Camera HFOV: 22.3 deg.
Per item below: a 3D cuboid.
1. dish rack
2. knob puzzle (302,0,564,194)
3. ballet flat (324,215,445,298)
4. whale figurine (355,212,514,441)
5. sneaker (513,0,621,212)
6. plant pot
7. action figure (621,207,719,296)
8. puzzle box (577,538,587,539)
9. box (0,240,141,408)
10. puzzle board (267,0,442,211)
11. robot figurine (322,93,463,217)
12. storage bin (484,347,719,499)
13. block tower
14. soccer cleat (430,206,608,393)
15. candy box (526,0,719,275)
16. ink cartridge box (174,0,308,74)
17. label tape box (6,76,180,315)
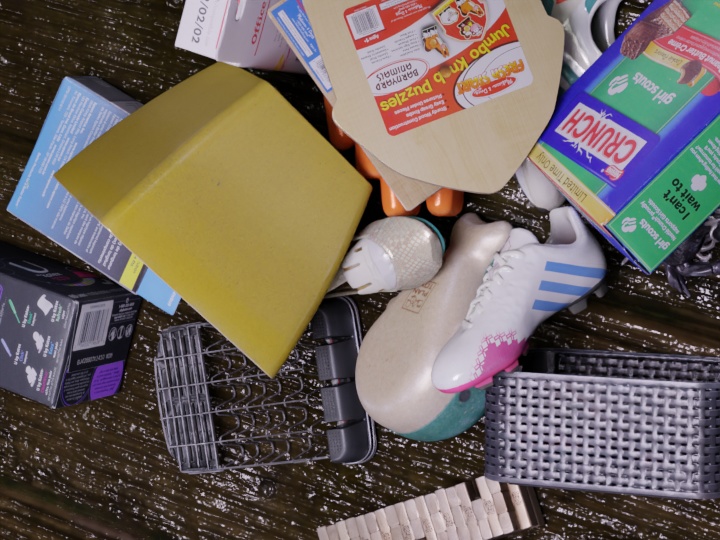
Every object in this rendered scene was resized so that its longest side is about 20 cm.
[{"bbox_3d":[-0.092,0.109,1.660,0.199,0.054,0.154,-9,88,26],"label":"dish rack"},{"bbox_3d":[0.070,-0.155,1.460,0.218,0.030,0.221,0,87,-2],"label":"knob puzzle"},{"bbox_3d":[0.000,0.000,1.559,0.068,0.062,0.200,58,151,-10],"label":"ballet flat"},{"bbox_3d":[0.081,0.052,1.563,0.159,0.104,0.201,15,76,59],"label":"whale figurine"},{"bbox_3d":[0.180,-0.147,1.515,0.093,0.070,0.201,5,92,29],"label":"sneaker"},{"bbox_3d":[-0.110,-0.060,1.536,0.176,0.200,0.200,-47,115,-4],"label":"plant pot"},{"bbox_3d":[0.295,-0.048,1.459,0.200,0.102,0.119,-14,96,50],"label":"action figure"},{"bbox_3d":[0.121,0.319,1.591,0.199,0.025,0.134,-17,86,23],"label":"puzzle box"},{"bbox_3d":[-0.325,0.043,1.719,0.199,0.122,0.107,18,100,21],"label":"box"},{"bbox_3d":[0.041,-0.172,1.484,0.150,0.017,0.200,-36,88,-2],"label":"puzzle board"},{"bbox_3d":[0.051,-0.145,1.549,0.144,0.116,0.201,-3,91,53],"label":"robot figurine"},{"bbox_3d":[0.209,0.121,1.479,0.199,0.135,0.094,3,97,23],"label":"storage bin"},{"bbox_3d":[0.055,0.225,1.597,0.199,0.054,0.058,-23,76,22],"label":"block tower"},{"bbox_3d":[0.117,0.020,1.457,0.070,0.200,0.087,-4,117,52],"label":"soccer cleat"},{"bbox_3d":[0.239,-0.118,1.420,0.200,0.077,0.169,-47,32,5],"label":"candy box"},{"bbox_3d":[-0.090,-0.234,1.559,0.068,0.200,0.116,19,100,21],"label":"ink cartridge box"},{"bbox_3d":[-0.211,-0.071,1.696,0.199,0.066,0.144,31,105,15],"label":"label tape box"}]
